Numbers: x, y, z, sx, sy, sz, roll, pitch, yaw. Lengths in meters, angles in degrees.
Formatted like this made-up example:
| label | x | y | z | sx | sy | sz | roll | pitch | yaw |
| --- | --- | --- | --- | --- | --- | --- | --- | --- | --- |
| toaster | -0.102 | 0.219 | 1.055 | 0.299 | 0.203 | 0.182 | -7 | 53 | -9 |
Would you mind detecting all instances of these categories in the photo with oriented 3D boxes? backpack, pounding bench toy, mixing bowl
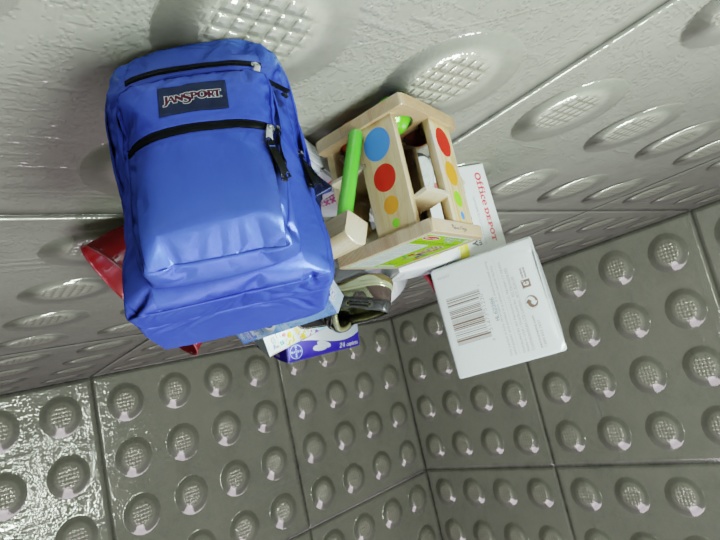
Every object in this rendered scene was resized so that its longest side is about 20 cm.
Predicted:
| label | x | y | z | sx | sy | sz | roll | pitch | yaw |
| --- | --- | --- | --- | --- | --- | --- | --- | --- | --- |
| backpack | -0.102 | -0.072 | 0.400 | 0.156 | 0.207 | 0.169 | -9 | 160 | -14 |
| pounding bench toy | 0.020 | -0.097 | 0.562 | 0.121 | 0.162 | 0.197 | -19 | 170 | 34 |
| mixing bowl | -0.258 | 0.005 | 0.717 | 0.109 | 0.200 | 0.199 | -49 | -173 | -26 |

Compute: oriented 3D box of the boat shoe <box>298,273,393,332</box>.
| label | x | y | z | sx | sy | sz | roll | pitch | yaw |
| --- | --- | --- | --- | --- | --- | --- | --- | --- | --- |
| boat shoe | -0.034 | 0.064 | 0.854 | 0.196 | 0.068 | 0.071 | -21 | 140 | 30 |

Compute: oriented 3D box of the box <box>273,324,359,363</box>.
| label | x | y | z | sx | sy | sz | roll | pitch | yaw |
| --- | --- | --- | --- | --- | --- | --- | --- | --- | --- |
| box | -0.111 | 0.082 | 1.199 | 0.178 | 0.209 | 0.104 | -9 | -177 | -27 |

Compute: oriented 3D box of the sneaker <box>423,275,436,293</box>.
| label | x | y | z | sx | sy | sz | roll | pitch | yaw |
| --- | --- | --- | --- | --- | --- | --- | --- | --- | --- |
| sneaker | 0.138 | -0.037 | 1.050 | 0.075 | 0.203 | 0.086 | -20 | -146 | 17 |

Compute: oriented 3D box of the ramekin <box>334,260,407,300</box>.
| label | x | y | z | sx | sy | sz | roll | pitch | yaw |
| --- | --- | --- | --- | --- | --- | --- | --- | --- | --- |
| ramekin | 0.000 | 0.000 | 0.970 | 0.196 | 0.096 | 0.204 | -22 | -155 | 11 |

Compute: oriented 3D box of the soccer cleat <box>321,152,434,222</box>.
| label | x | y | z | sx | sy | sz | roll | pitch | yaw |
| --- | --- | --- | --- | --- | --- | --- | --- | --- | --- |
| soccer cleat | 0.014 | -0.099 | 0.755 | 0.194 | 0.090 | 0.069 | -18 | 170 | 23 |

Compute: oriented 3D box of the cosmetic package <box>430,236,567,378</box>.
| label | x | y | z | sx | sy | sz | roll | pitch | yaw |
| --- | --- | --- | --- | --- | --- | --- | --- | --- | --- |
| cosmetic package | 0.228 | 0.064 | 0.866 | 0.161 | 0.174 | 0.199 | -19 | 169 | 18 |

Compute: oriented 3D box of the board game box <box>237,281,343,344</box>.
| label | x | y | z | sx | sy | sz | roll | pitch | yaw |
| --- | --- | --- | --- | --- | --- | --- | --- | --- | --- |
| board game box | -0.154 | 0.003 | 0.803 | 0.193 | 0.203 | 0.044 | -20 | -152 | 26 |

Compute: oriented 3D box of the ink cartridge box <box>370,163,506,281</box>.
| label | x | y | z | sx | sy | sz | roll | pitch | yaw |
| --- | --- | --- | --- | --- | --- | --- | --- | --- | --- |
| ink cartridge box | 0.120 | -0.078 | 0.863 | 0.193 | 0.151 | 0.083 | -12 | 170 | -18 |

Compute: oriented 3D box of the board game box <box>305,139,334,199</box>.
| label | x | y | z | sx | sy | sz | roll | pitch | yaw |
| --- | --- | --- | --- | --- | --- | --- | --- | --- | --- |
| board game box | -0.127 | -0.084 | 0.642 | 0.196 | 0.036 | 0.125 | -29 | 159 | 19 |

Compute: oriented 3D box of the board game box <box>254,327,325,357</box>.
| label | x | y | z | sx | sy | sz | roll | pitch | yaw |
| --- | --- | --- | --- | --- | --- | --- | --- | --- | --- |
| board game box | -0.126 | 0.072 | 1.074 | 0.195 | 0.109 | 0.102 | -25 | -166 | -23 |
